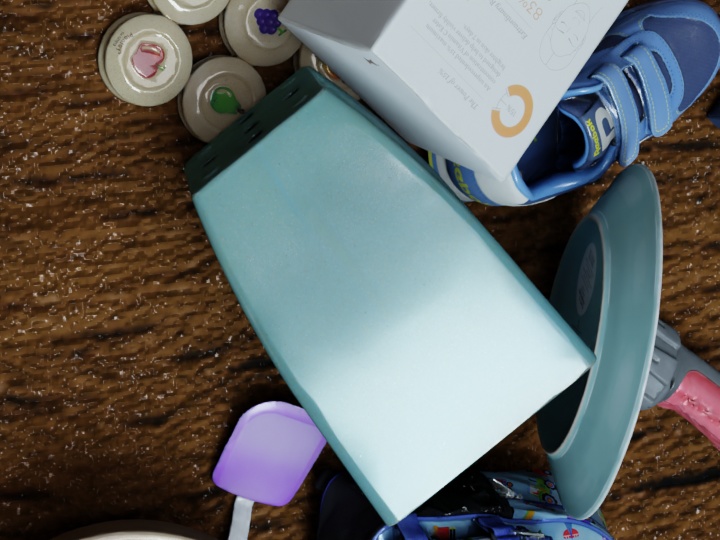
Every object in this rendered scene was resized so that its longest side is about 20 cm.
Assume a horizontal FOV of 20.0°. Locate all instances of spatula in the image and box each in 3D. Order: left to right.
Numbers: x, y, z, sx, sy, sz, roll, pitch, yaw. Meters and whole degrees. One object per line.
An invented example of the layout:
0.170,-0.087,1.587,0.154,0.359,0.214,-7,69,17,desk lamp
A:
-0.077,0.168,1.174,0.056,0.021,0.202,21,92,-26,spatula

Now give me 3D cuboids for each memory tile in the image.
-0.041,-0.160,1.128,0.152,0.017,0.201,27,89,-24,memory tile

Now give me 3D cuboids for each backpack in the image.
0.076,0.208,1.184,0.198,0.134,0.185,2,100,-25,backpack

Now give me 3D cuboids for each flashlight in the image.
0.219,0.097,1.256,0.199,0.068,0.068,34,90,-25,flashlight

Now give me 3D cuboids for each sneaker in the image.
0.138,-0.092,1.179,0.199,0.082,0.074,-31,109,-16,sneaker

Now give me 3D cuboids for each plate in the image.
0.127,0.037,1.141,0.025,0.200,0.202,10,97,-6,plate

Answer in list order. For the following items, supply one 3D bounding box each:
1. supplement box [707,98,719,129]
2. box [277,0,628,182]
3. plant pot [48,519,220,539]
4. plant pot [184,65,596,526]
0.360,-0.115,1.234,0.199,0.134,0.201,34,86,-24,supplement box
0.072,-0.172,1.111,0.124,0.097,0.201,40,81,-38,box
-0.126,0.225,1.116,0.199,0.093,0.203,-2,102,-9,plant pot
0.000,0.000,1.102,0.141,0.141,0.200,-39,105,3,plant pot
